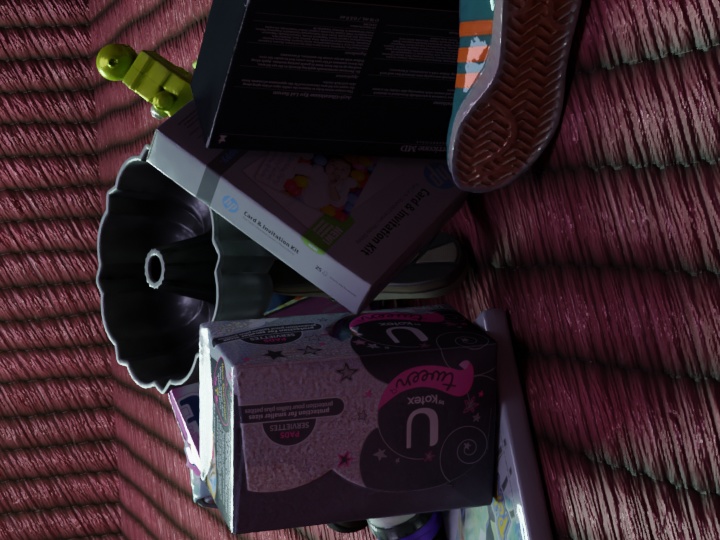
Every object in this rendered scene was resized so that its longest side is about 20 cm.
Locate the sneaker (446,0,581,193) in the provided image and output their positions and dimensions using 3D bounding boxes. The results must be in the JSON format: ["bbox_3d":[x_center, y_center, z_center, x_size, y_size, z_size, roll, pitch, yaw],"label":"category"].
[{"bbox_3d":[0.099,-0.148,1.151,0.080,0.071,0.200,-106,24,-49],"label":"sneaker"}]

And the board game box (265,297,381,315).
[{"bbox_3d":[-0.080,0.029,1.574,0.032,0.199,0.120,-72,-17,-69],"label":"board game box"}]

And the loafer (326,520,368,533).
[{"bbox_3d":[-0.016,0.144,1.620,0.071,0.073,0.201,140,117,-63],"label":"loafer"}]

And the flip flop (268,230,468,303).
[{"bbox_3d":[0.000,0.000,1.388,0.058,0.199,0.081,59,-136,-45],"label":"flip flop"}]

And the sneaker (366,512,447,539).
[{"bbox_3d":[0.033,0.190,1.447,0.200,0.069,0.100,-99,-17,-67],"label":"sneaker"}]

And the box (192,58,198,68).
[{"bbox_3d":[-0.062,-0.127,1.543,0.200,0.048,0.122,50,168,-11],"label":"box"}]

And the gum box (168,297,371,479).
[{"bbox_3d":[-0.074,0.097,1.500,0.066,0.199,0.114,161,86,-82],"label":"gum box"}]

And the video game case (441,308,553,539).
[{"bbox_3d":[0.093,0.155,1.310,0.182,0.022,0.201,120,143,-63],"label":"video game case"}]

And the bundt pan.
[{"bbox_3d":[-0.137,-0.003,1.405,0.202,0.076,0.203,4,95,53],"label":"bundt pan"}]

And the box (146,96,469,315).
[{"bbox_3d":[-0.036,-0.076,1.293,0.200,0.156,0.041,37,139,9],"label":"box"}]

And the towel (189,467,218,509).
[{"bbox_3d":[-0.090,0.151,1.661,0.048,0.200,0.172,-32,58,37],"label":"towel"}]

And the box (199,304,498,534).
[{"bbox_3d":[-0.010,0.104,1.260,0.115,0.199,0.133,-141,49,-67],"label":"box"}]

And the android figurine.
[{"bbox_3d":[-0.135,-0.134,1.418,0.041,0.182,0.200,-56,8,6],"label":"android figurine"}]

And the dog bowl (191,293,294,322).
[{"bbox_3d":[-0.062,0.002,1.496,0.050,0.199,0.111,66,-168,-1],"label":"dog bowl"}]

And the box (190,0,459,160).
[{"bbox_3d":[-0.009,-0.158,1.247,0.079,0.199,0.141,-110,30,-43],"label":"box"}]
